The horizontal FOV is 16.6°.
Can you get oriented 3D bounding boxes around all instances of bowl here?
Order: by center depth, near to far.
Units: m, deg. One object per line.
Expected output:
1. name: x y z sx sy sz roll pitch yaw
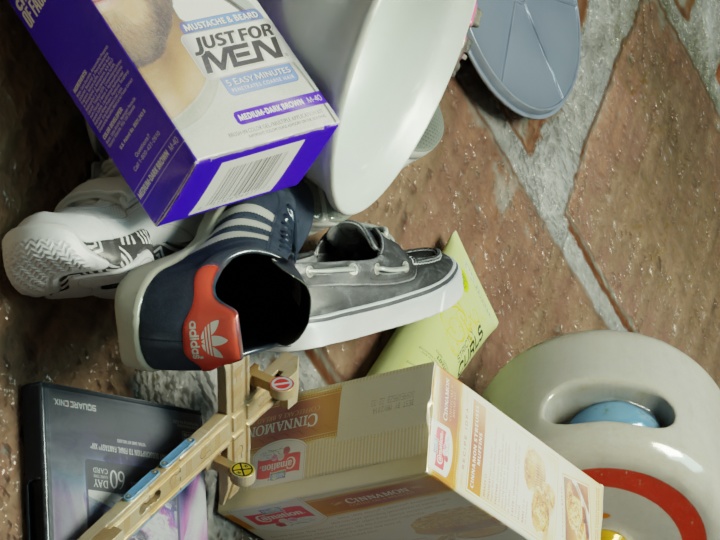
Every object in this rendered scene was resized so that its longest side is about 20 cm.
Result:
1. bowl: -0.008 -0.141 1.448 0.202 0.090 0.202 -59 163 -30

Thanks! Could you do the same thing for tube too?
1. tube: 0.049 0.049 1.662 0.200 0.052 0.058 -53 163 -56

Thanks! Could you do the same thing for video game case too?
1. video game case: -0.132 0.170 1.367 0.142 0.019 0.202 16 65 -54

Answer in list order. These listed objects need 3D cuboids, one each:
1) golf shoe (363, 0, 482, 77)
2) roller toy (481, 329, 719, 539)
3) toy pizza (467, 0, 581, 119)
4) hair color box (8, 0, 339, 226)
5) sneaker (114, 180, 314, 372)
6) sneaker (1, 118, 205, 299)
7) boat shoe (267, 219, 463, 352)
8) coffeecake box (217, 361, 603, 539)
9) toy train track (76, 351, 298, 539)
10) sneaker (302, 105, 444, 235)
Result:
1. golf shoe: 0.046 -0.216 1.569 0.092 0.072 0.201 27 73 -21
2. roller toy: 0.161 0.148 1.657 0.182 0.200 0.140 39 31 -23
3. toy pizza: 0.106 -0.210 1.853 0.200 0.032 0.202 28 55 -50
4. hair color box: -0.113 -0.130 1.363 0.109 0.065 0.201 -18 65 -42
5. sneaker: -0.055 0.004 1.360 0.200 0.084 0.076 -48 136 -54
6. sneaker: -0.139 -0.045 1.383 0.200 0.075 0.116 3 76 -62
7. boat shoe: 0.000 0.000 1.577 0.199 0.071 0.068 -16 106 -51
8. coffeecake box: 0.034 0.140 1.506 0.200 0.153 0.074 37 49 -46
9. toy train track: -0.086 0.110 1.377 0.200 0.032 0.115 -41 143 -43
10. sneaker: -0.016 -0.075 1.573 0.071 0.080 0.200 55 40 -5
